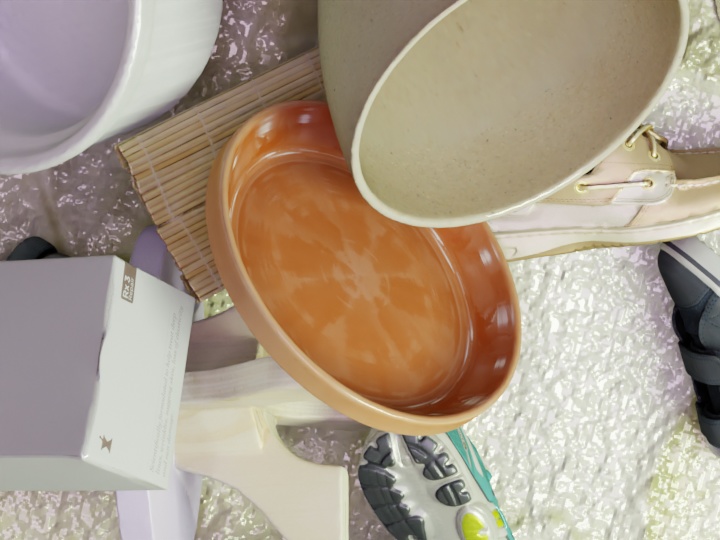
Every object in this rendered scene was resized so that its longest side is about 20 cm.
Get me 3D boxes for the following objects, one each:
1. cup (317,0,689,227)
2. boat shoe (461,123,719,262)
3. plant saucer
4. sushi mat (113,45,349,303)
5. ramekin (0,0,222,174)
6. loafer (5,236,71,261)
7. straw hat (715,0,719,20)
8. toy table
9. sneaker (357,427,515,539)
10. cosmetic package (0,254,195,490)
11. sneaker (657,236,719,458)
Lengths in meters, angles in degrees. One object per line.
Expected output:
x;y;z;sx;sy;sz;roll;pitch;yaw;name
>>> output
0.056;-0.143;1.463;0.200;0.200;0.143;-33;57;4;cup
0.144;-0.053;1.541;0.200;0.074;0.069;-10;106;1;boat shoe
0.000;0.000;1.456;0.200;0.200;0.032;43;130;-8;plant saucer
-0.040;-0.063;1.503;0.200;0.012;0.096;-29;97;-35;sushi mat
-0.170;-0.156;1.463;0.200;0.098;0.201;7;102;32;ramekin
-0.208;0.081;1.549;0.063;0.072;0.200;27;96;11;loafer
0.298;-0.174;1.519;0.201;0.085;0.202;0;100;-2;straw hat
-0.064;0.073;1.515;0.117;0.184;0.200;-2;91;11;toy table
0.063;0.150;1.573;0.077;0.080;0.200;-11;119;19;sneaker
-0.195;0.057;1.453;0.200;0.081;0.113;0;72;30;cosmetic package
0.224;0.069;1.563;0.079;0.078;0.200;-41;100;0;sneaker
